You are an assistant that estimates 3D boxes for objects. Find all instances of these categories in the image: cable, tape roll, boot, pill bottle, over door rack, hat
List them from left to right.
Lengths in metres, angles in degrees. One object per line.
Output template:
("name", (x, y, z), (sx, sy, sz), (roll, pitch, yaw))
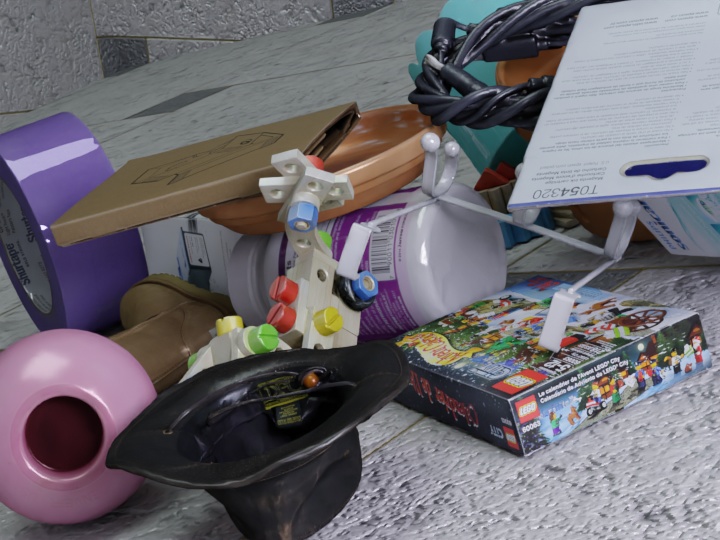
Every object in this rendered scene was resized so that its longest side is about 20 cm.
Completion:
("tape roll", (-0.273, -0.037, 1.613), (0.085, 0.201, 0.200), (-24, 15, -23))
("boot", (-0.206, 0.071, 1.394), (0.199, 0.067, 0.175), (-28, 17, -33))
("hat", (-0.051, 0.109, 1.016), (0.199, 0.081, 0.201), (-13, 14, 3))
("pill bottle", (0.000, 0.000, 1.314), (0.199, 0.113, 0.112), (-6, 18, 39))
("over door rack", (0.092, -0.031, 1.130), (0.147, 0.067, 0.200), (19, 25, 15))
("cable", (0.134, -0.151, 1.271), (0.199, 0.051, 0.163), (3, 33, 20))

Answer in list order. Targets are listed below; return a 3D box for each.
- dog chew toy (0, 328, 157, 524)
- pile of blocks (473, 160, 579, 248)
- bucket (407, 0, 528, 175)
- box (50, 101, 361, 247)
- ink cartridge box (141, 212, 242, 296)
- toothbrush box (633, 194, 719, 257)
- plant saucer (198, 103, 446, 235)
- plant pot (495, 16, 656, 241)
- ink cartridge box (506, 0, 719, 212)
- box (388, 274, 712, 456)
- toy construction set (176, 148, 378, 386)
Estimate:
("dog chew toy", (-0.197, 0.097, 1.179), (0.124, 0.125, 0.200), (-19, 6, -7))
("pile of blocks", (0.145, -0.066, 1.497), (0.199, 0.063, 0.082), (-23, 14, -18))
("bucket", (0.160, -0.169, 1.564), (0.206, 0.135, 0.207), (-22, -24, -10))
("box", (-0.111, -0.074, 1.309), (0.199, 0.021, 0.164), (-14, 16, 20))
("ink cartridge box", (-0.077, -0.022, 1.511), (0.146, 0.086, 0.200), (-14, 8, -33))
("toothbrush box", (0.282, -0.087, 1.164), (0.147, 0.085, 0.200), (-56, 27, -16))
("plant saucer", (-0.028, -0.073, 1.319), (0.199, 0.038, 0.200), (-17, 15, 5))
("plant pot", (0.217, -0.117, 1.374), (0.199, 0.141, 0.201), (-14, 32, 9))
("ink cartridge box", (0.207, -0.100, 1.090), (0.195, 0.043, 0.201), (-3, 46, 30))
("box", (0.109, 0.055, 1.118), (0.136, 0.038, 0.200), (-22, 14, -20))
("toy construction set", (-0.049, 0.025, 1.177), (0.092, 0.131, 0.201), (-10, 57, 51))
